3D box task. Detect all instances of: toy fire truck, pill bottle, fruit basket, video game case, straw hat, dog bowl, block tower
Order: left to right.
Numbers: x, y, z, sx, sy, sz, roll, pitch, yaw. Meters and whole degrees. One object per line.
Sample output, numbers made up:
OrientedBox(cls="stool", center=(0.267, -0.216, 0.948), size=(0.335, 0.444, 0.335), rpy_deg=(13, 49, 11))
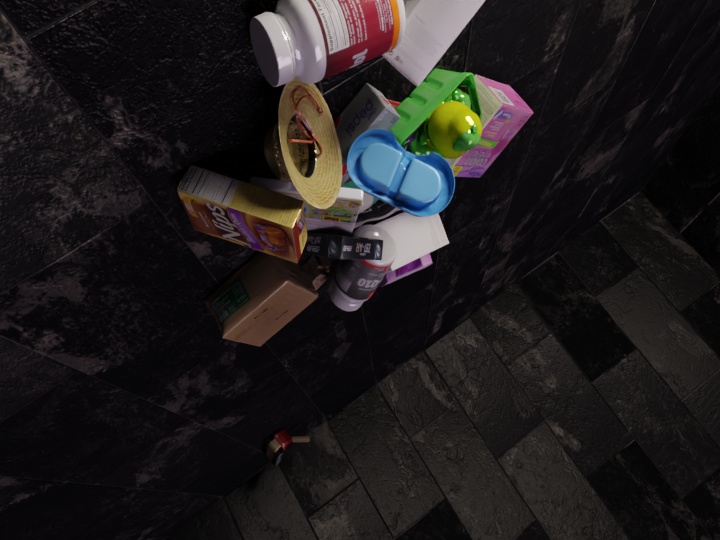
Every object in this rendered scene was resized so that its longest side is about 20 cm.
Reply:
OrientedBox(cls="toy fire truck", center=(-0.338, 0.794, 2.616), size=(0.199, 0.128, 0.178), rpy_deg=(-38, 162, -30))
OrientedBox(cls="straw hat", center=(-0.109, -0.195, 0.908), size=(0.082, 0.210, 0.199), rpy_deg=(-7, 172, 26))
OrientedBox(cls="video game case", center=(-0.100, -0.114, 1.035), size=(0.192, 0.024, 0.182), rpy_deg=(6, 164, -6))
OrientedBox(cls="block tower", center=(-0.092, -0.016, 1.406), size=(0.199, 0.055, 0.057), rpy_deg=(-43, 157, 16))
OrientedBox(cls="pill bottle", center=(-0.045, -0.324, 0.761), size=(0.196, 0.114, 0.114), rpy_deg=(-28, 158, -19))
OrientedBox(cls="pill bottle", center=(0.000, 0.000, 1.350), size=(0.112, 0.115, 0.202), rpy_deg=(-19, 152, -38))
OrientedBox(cls="dog bowl", center=(0.069, -0.165, 0.995), size=(0.050, 0.194, 0.115), rpy_deg=(99, 16, -82))
OrientedBox(cls="fruit basket", center=(0.159, -0.260, 1.059), size=(0.213, 0.218, 0.156), rpy_deg=(-36, 146, 1))

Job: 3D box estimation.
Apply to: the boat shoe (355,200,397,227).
OrientedBox(cls="boat shoe", center=(0.021, -0.150, 1.211), size=(0.196, 0.076, 0.060), rpy_deg=(-16, 136, 44))

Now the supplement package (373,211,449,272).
OrientedBox(cls="supplement package", center=(0.105, -0.081, 1.449), size=(0.196, 0.124, 0.120), rpy_deg=(-25, -176, -30))

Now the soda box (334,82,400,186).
OrientedBox(cls="soda box", center=(-0.022, -0.236, 1.042), size=(0.200, 0.069, 0.063), rpy_deg=(-46, 157, 21))

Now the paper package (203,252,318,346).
OrientedBox(cls="paper package", center=(-0.221, 0.063, 1.291), size=(0.198, 0.105, 0.190), rpy_deg=(-39, 158, 7))

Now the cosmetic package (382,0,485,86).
OrientedBox(cls="cosmetic package", center=(0.115, -0.397, 0.847), size=(0.084, 0.109, 0.200), rpy_deg=(32, 120, -22))

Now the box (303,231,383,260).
OrientedBox(cls="box", center=(-0.072, -0.056, 1.186), size=(0.158, 0.194, 0.045), rpy_deg=(0, 98, -58))

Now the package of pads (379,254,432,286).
OrientedBox(cls="package of pads", center=(0.106, -0.043, 1.568), size=(0.196, 0.125, 0.075), rpy_deg=(-21, -178, -38))

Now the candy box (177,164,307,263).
OrientedBox(cls="candy box", center=(-0.186, -0.088, 0.917), size=(0.118, 0.193, 0.058), rpy_deg=(94, 17, -64))

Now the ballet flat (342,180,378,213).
OrientedBox(cls="ballet flat", center=(-0.033, -0.134, 1.133), size=(0.192, 0.072, 0.069), rpy_deg=(-13, 136, 5))

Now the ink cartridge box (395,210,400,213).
OrientedBox(cls="ink cartridge box", center=(0.083, -0.166, 1.350), size=(0.196, 0.043, 0.118), rpy_deg=(-16, 173, -40))

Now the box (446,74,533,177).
OrientedBox(cls="box", center=(0.269, -0.322, 1.298), size=(0.173, 0.098, 0.201), rpy_deg=(-10, 147, -51))

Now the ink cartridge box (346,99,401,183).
OrientedBox(cls="ink cartridge box", center=(0.066, -0.257, 1.178), size=(0.197, 0.045, 0.177), rpy_deg=(-9, 146, -52))
